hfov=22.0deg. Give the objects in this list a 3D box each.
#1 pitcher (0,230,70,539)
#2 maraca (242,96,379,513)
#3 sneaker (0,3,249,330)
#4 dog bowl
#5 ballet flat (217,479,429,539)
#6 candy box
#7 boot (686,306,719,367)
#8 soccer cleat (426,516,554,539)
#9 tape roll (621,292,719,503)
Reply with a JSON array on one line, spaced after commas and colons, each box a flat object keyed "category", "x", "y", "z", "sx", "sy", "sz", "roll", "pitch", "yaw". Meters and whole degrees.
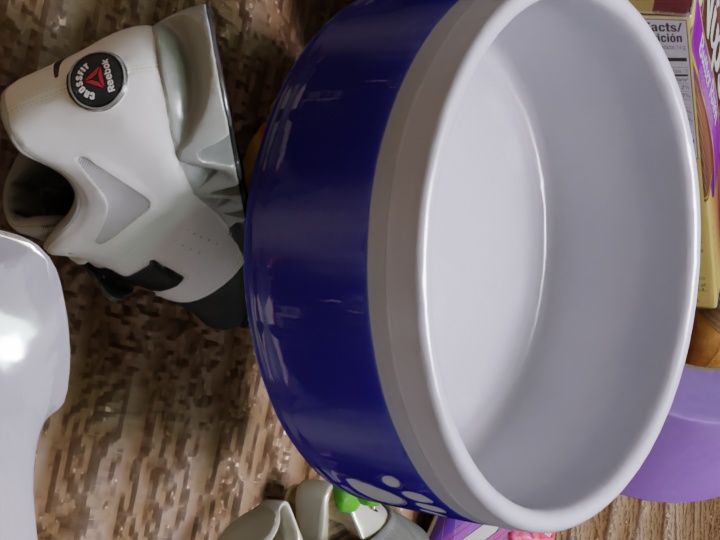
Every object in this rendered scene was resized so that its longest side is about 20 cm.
[{"category": "pitcher", "x": -0.144, "y": 0.109, "z": 0.558, "sx": 0.172, "sy": 0.120, "sz": 0.201, "roll": 84, "pitch": 15, "yaw": -57}, {"category": "maraca", "x": 0.000, "y": 0.000, "z": 0.782, "sx": 0.137, "sy": 0.106, "sz": 0.201, "roll": 134, "pitch": -43, "yaw": -76}, {"category": "sneaker", "x": -0.084, "y": -0.029, "z": 0.682, "sx": 0.200, "sy": 0.088, "sz": 0.074, "roll": 82, "pitch": -5, "yaw": -65}, {"category": "dog bowl", "x": 0.048, "y": -0.007, "z": 0.687, "sx": 0.200, "sy": 0.078, "sz": 0.201, "roll": -6, "pitch": 97, "yaw": -53}, {"category": "ballet flat", "x": -0.024, "y": 0.129, "z": 0.842, "sx": 0.200, "sy": 0.067, "sz": 0.064, "roll": -24, "pitch": 110, "yaw": -60}, {"category": "candy box", "x": 0.151, "y": -0.090, "z": 0.916, "sx": 0.201, "sy": 0.056, "sz": 0.117, "roll": 75, "pitch": 25, "yaw": -46}, {"category": "boot", "x": 0.183, "y": -0.007, "z": 1.199, "sx": 0.070, "sy": 0.202, "sz": 0.144, "roll": 16, "pitch": 123, "yaw": -32}, {"category": "soccer cleat", "x": 0.072, "y": 0.154, "z": 1.027, "sx": 0.068, "sy": 0.073, "sz": 0.201, "roll": 34, "pitch": 67, "yaw": -61}, {"category": "tape roll", "x": 0.166, "y": 0.020, "z": 1.019, "sx": 0.200, "sy": 0.199, "sz": 0.085, "roll": -58, "pitch": 173, "yaw": -39}]
